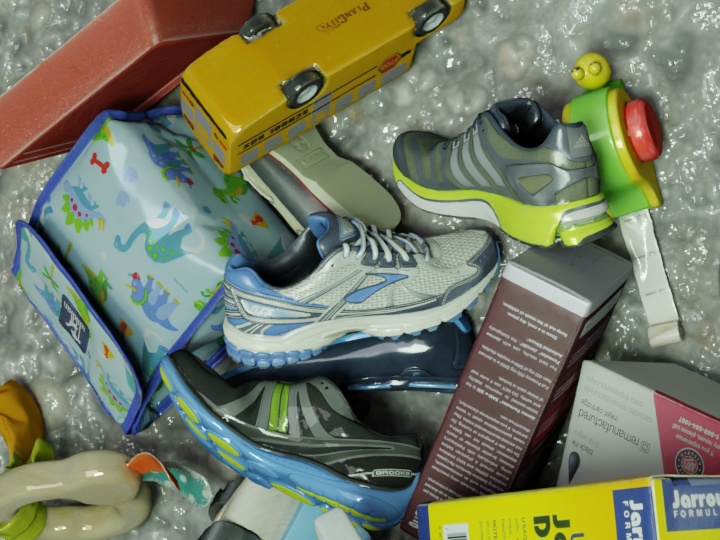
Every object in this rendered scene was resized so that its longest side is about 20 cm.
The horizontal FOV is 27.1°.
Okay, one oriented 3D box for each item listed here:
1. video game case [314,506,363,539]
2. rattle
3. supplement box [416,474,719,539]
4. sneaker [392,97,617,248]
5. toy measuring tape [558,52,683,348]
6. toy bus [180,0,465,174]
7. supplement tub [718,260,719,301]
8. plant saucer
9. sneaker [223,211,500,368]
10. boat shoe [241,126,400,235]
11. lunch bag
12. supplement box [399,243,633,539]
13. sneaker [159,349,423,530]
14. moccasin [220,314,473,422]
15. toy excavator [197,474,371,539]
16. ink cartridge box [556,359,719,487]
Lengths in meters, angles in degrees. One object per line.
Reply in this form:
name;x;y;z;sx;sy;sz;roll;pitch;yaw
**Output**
video game case;0.032;0.263;0.885;0.024;0.182;0.200;-24;53;-14
rattle;-0.198;0.130;1.139;0.200;0.130;0.143;-34;33;39
supplement box;0.134;0.174;0.826;0.200;0.109;0.110;-20;71;54
sneaker;0.091;-0.076;0.980;0.200;0.074;0.081;20;120;51
toy measuring tape;0.170;-0.048;0.976;0.073;0.074;0.201;-16;83;25
toy bus;-0.025;-0.150;1.036;0.200;0.078;0.065;-32;72;-18
supplement tub;0.276;0.006;0.851;0.122;0.200;0.123;0;90;27
plant saucer;-0.177;-0.139;1.079;0.199;0.200;0.037;-34;89;22
sneaker;0.000;0.000;1.005;0.199;0.077;0.085;-17;117;-11
boat shoe;-0.055;-0.076;1.088;0.200;0.071;0.063;44;133;16
lunch bag;-0.166;0.002;1.116;0.170;0.127;0.200;52;122;15
supplement box;0.101;0.081;0.964;0.061;0.109;0.200;26;112;16
sneaker;-0.047;0.104;1.011;0.199;0.071;0.083;24;65;17
moccasin;-0.014;0.081;1.060;0.200;0.080;0.068;-16;87;26
toy excavator;-0.011;0.208;1.042;0.200;0.100;0.195;32;139;-4
ink cartridge box;0.191;0.171;0.918;0.145;0.084;0.201;26;108;56
